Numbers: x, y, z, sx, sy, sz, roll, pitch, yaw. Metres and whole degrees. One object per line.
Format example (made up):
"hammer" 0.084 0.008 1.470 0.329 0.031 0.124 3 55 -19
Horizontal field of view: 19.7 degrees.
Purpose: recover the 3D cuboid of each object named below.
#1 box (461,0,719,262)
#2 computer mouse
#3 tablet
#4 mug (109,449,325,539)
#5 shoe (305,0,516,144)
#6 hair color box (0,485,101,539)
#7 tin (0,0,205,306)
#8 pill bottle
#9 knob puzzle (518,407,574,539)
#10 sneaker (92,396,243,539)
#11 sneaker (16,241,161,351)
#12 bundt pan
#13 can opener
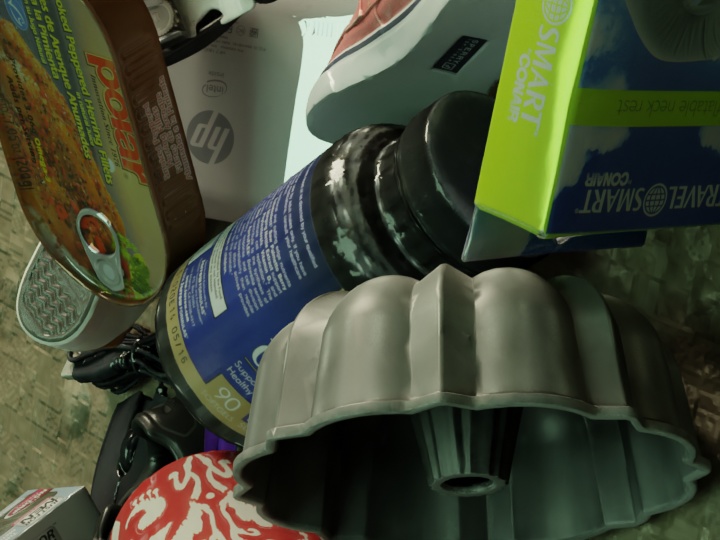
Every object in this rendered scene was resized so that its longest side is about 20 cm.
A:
"box" 0.115 -0.094 0.837 0.048 0.122 0.200 28 113 43
"computer mouse" -0.128 0.130 1.186 0.138 0.053 0.200 -6 88 48
"tablet" -0.073 -0.090 1.076 0.200 0.014 0.130 11 102 23
"mug" -0.070 0.179 0.941 0.200 0.177 0.134 -121 14 -64
"shoe" 0.034 -0.130 0.961 0.200 0.071 0.091 143 133 -58
"hair color box" -0.155 0.228 1.132 0.061 0.099 0.200 -10 111 49
"tin" -0.136 -0.075 1.039 0.112 0.042 0.200 18 132 42
"pill bottle" 0.000 0.000 0.981 0.200 0.112 0.112 -36 67 41
"knob puzzle" 0.033 0.124 1.018 0.220 0.030 0.220 5 96 49
"sneaker" -0.097 0.161 1.109 0.070 0.099 0.200 8 97 61
"sneaker" -0.120 -0.047 1.156 0.073 0.085 0.200 32 94 25
"bundt pan" 0.046 0.057 0.883 0.202 0.202 0.076 -28 54 46
"can opener" -0.042 -0.158 1.018 0.200 0.066 0.053 -22 84 17
